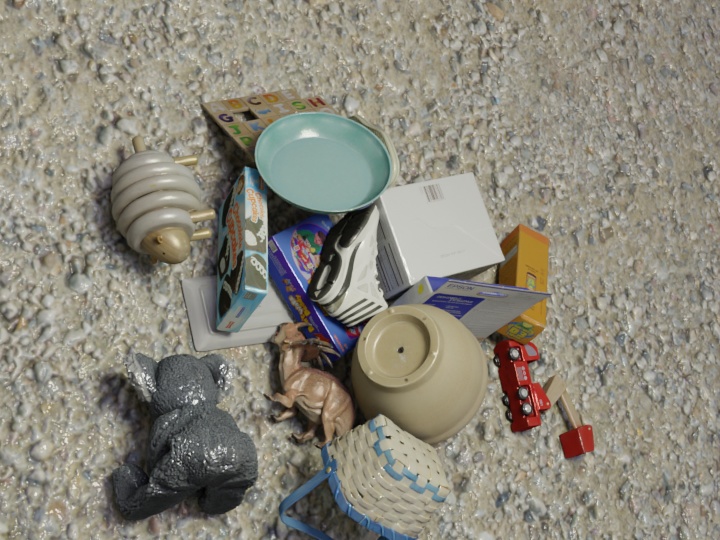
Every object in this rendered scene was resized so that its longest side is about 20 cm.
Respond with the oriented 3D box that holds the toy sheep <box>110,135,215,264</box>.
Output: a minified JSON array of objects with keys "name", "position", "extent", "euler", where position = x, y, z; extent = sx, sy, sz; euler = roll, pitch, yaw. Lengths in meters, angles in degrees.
[{"name":"toy sheep","position":[-0.278,-0.098,1.478],"extent":[0.136,0.138,0.202],"euler":[-4,59,-33]}]

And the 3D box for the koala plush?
[{"name":"koala plush","position":[-0.221,0.194,1.383],"extent":[0.175,0.184,0.202],"euler":[4,57,-31]}]

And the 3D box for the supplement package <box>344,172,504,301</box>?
[{"name":"supplement package","position":[0.101,-0.052,1.708],"extent":[0.198,0.111,0.158],"euler":[-13,79,-36]}]

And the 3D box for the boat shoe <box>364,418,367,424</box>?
[{"name":"boat shoe","position":[0.040,0.230,1.583],"extent":[0.063,0.071,0.201],"euler":[39,57,-14]}]

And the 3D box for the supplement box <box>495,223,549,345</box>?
[{"name":"supplement box","position":[0.269,0.021,1.787],"extent":[0.066,0.069,0.202],"euler":[26,45,-16]}]

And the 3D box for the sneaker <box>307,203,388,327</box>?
[{"name":"sneaker","position":[0.000,0.000,1.593],"extent":[0.115,0.075,0.202],"euler":[47,49,-28]}]

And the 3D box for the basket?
[{"name":"basket","position":[0.011,0.305,1.455],"extent":[0.176,0.200,0.140],"euler":[36,16,-35]}]

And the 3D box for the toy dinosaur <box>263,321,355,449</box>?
[{"name":"toy dinosaur","position":[-0.058,0.170,1.518],"extent":[0.200,0.086,0.136],"euler":[44,68,-8]}]

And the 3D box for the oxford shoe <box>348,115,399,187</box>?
[{"name":"oxford shoe","position":[0.026,-0.186,1.689],"extent":[0.057,0.076,0.200],"euler":[23,18,-30]}]

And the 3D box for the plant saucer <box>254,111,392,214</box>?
[{"name":"plant saucer","position":[-0.054,-0.146,1.530],"extent":[0.197,0.036,0.202],"euler":[7,48,-7]}]

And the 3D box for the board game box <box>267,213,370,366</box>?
[{"name":"board game box","position":[-0.054,0.023,1.601],"extent":[0.134,0.045,0.202],"euler":[-31,90,-50]}]

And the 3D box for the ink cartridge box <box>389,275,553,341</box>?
[{"name":"ink cartridge box","position":[0.157,0.051,1.647],"extent":[0.195,0.200,0.048],"euler":[7,58,-30]}]

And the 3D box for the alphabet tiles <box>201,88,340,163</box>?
[{"name":"alphabet tiles","position":[-0.118,-0.227,1.639],"extent":[0.198,0.008,0.167],"euler":[-16,45,-33]}]

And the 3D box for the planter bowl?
[{"name":"planter bowl","position":[0.070,0.130,1.507],"extent":[0.135,0.197,0.203],"euler":[57,36,-58]}]

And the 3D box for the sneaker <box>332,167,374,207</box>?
[{"name":"sneaker","position":[-0.026,-0.134,1.645],"extent":[0.079,0.116,0.200],"euler":[-6,37,-17]}]

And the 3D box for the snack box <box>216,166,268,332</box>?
[{"name":"snack box","position":[-0.166,-0.029,1.505],"extent":[0.037,0.116,0.202],"euler":[12,55,-23]}]

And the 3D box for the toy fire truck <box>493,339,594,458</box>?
[{"name":"toy fire truck","position":[0.302,0.210,1.771],"extent":[0.139,0.049,0.203],"euler":[-1,71,-33]}]

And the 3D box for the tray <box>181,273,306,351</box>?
[{"name":"tray","position":[-0.157,0.052,1.559],"extent":[0.198,0.022,0.109],"euler":[-6,74,-34]}]
